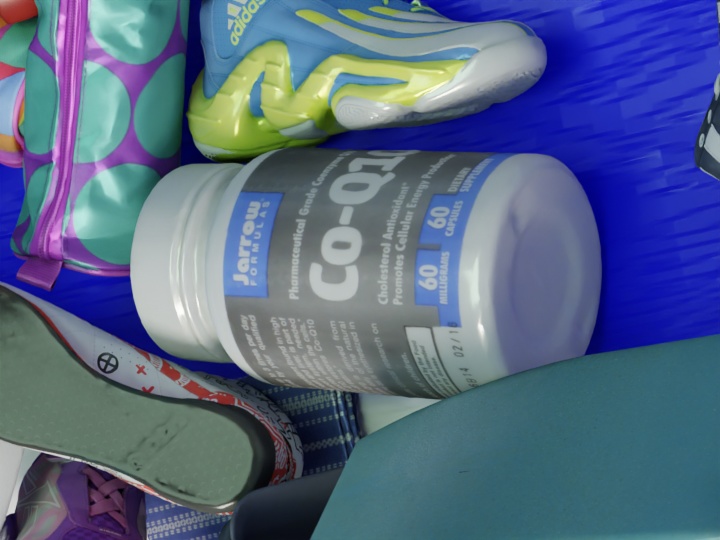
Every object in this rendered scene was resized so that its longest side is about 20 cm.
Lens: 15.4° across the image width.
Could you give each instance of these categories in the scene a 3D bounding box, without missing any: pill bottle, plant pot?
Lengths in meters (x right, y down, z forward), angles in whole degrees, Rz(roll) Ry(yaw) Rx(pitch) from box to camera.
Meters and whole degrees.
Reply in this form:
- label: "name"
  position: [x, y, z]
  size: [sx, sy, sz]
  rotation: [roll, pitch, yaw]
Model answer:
- label: "pill bottle"
  position: [0.000, 0.000, 1.232]
  size: [0.200, 0.114, 0.114]
  rotation: [3, 95, 33]
- label: "plant pot"
  position: [0.089, 0.126, 1.121]
  size: [0.199, 0.141, 0.142]
  rotation: [-6, 122, 25]

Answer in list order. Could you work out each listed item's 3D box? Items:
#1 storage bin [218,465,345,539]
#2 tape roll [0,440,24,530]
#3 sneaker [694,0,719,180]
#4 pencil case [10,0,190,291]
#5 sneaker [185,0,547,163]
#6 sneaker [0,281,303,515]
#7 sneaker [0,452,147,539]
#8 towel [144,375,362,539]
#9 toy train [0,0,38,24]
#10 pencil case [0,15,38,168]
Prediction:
- label: "storage bin"
  position: [-0.017, 0.215, 1.223]
  size: [0.134, 0.145, 0.200]
  rotation: [-47, 65, 39]
- label: "tape roll"
  position: [-0.239, 0.096, 1.359]
  size: [0.202, 0.071, 0.203]
  rotation: [-42, 39, 46]
- label: "sneaker"
  position: [0.175, -0.114, 1.135]
  size: [0.109, 0.070, 0.200]
  rotation: [112, 150, -53]
- label: "pencil case"
  position: [-0.126, -0.097, 1.279]
  size: [0.085, 0.092, 0.201]
  rotation: [13, 113, 22]
- label: "sneaker"
  position: [-0.007, -0.115, 1.252]
  size: [0.200, 0.076, 0.105]
  rotation: [-11, 87, 34]
- label: "sneaker"
  position: [-0.122, 0.063, 1.286]
  size: [0.201, 0.108, 0.067]
  rotation: [24, 91, 15]
- label: "sneaker"
  position: [-0.135, 0.124, 1.309]
  size: [0.080, 0.200, 0.089]
  rotation: [22, 88, -14]
- label: "towel"
  position: [-0.042, 0.153, 1.328]
  size: [0.145, 0.024, 0.201]
  rotation: [-17, 82, 34]
- label: "toy train"
  position: [-0.168, -0.147, 1.326]
  size: [0.200, 0.034, 0.046]
  rotation: [-25, 62, 1]
- label: "pencil case"
  position: [-0.223, -0.107, 1.389]
  size: [0.200, 0.088, 0.089]
  rotation: [16, 102, 32]
